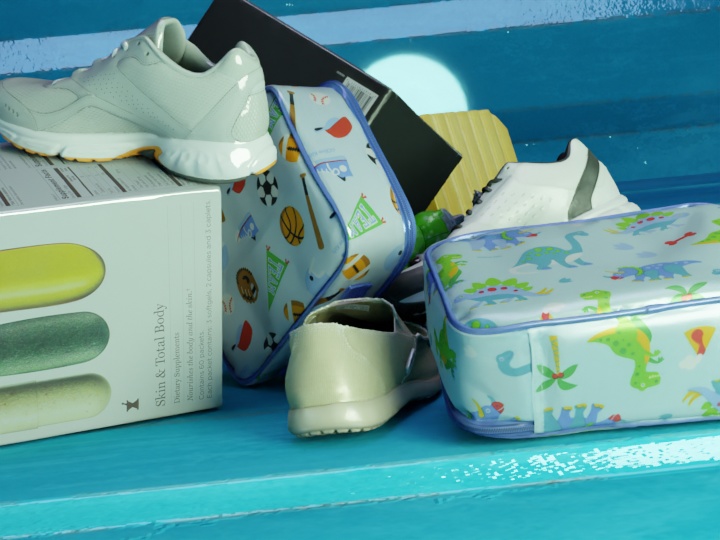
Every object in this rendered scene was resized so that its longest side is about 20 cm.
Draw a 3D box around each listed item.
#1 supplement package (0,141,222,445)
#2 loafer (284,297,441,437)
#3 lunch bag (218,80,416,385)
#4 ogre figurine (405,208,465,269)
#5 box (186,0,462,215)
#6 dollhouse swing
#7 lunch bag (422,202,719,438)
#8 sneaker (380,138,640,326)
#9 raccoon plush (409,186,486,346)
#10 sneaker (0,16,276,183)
[{"bbox_3d":[-0.206,0.008,0.930,0.199,0.152,0.151,-8,23,-24],"label":"supplement package"},{"bbox_3d":[0.005,0.049,0.884,0.075,0.069,0.200,-4,6,12],"label":"loafer"},{"bbox_3d":[-0.048,-0.018,0.989,0.075,0.161,0.200,-11,-28,-37],"label":"lunch bag"},{"bbox_3d":[0.000,0.000,1.148,0.199,0.099,0.120,3,-25,-24],"label":"ogre figurine"},{"bbox_3d":[-0.034,-0.133,1.191,0.200,0.079,0.141,36,4,33],"label":"box"},{"bbox_3d":[0.159,-0.062,1.322,0.181,0.177,0.200,-1,6,36],"label":"dollhouse swing"},{"bbox_3d":[0.138,0.023,0.815,0.199,0.083,0.161,-7,23,-4],"label":"lunch bag"},{"bbox_3d":[0.094,-0.025,1.007,0.199,0.080,0.074,-25,-11,-22],"label":"sneaker"},{"bbox_3d":[0.129,0.027,1.077,0.199,0.134,0.097,25,-19,-1],"label":"raccoon plush"},{"bbox_3d":[-0.143,-0.117,0.918,0.199,0.092,0.076,9,22,18],"label":"sneaker"}]
